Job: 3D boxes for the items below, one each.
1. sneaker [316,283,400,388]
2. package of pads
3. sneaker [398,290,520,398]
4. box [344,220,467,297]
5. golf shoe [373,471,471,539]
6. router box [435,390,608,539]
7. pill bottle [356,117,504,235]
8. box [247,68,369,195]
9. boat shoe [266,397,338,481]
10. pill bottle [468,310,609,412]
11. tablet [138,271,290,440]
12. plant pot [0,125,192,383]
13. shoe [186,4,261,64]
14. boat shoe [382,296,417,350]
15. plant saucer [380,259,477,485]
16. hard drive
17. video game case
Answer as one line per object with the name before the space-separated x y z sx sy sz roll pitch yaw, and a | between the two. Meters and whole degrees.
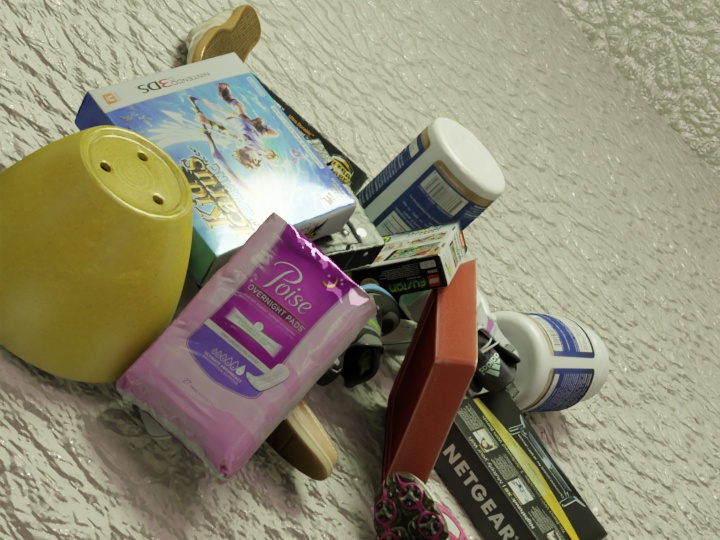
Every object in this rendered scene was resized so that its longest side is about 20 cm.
sneaker | -0.013 0.066 1.407 0.083 0.071 0.199 51 21 8
package of pads | -0.091 0.064 1.264 0.120 0.200 0.076 40 -21 6
sneaker | 0.122 0.076 1.641 0.140 0.078 0.200 58 14 25
box | 0.000 0.000 1.540 0.110 0.198 0.035 -52 129 -66
golf shoe | 0.077 0.274 1.409 0.201 0.072 0.092 62 19 7
router box | 0.160 0.226 1.635 0.201 0.052 0.157 55 25 16
pill bottle | 0.056 -0.066 1.721 0.111 0.200 0.111 37 25 -21
box | -0.099 -0.146 1.675 0.200 0.046 0.159 40 -11 -17
boat shoe | -0.076 0.096 1.387 0.064 0.071 0.201 -31 76 -27
pill bottle | 0.211 0.109 1.824 0.199 0.116 0.116 7 45 -56
tablet | -0.148 0.056 1.346 0.129 0.014 0.201 -6 52 -24
plant pot | -0.214 -0.032 1.251 0.199 0.142 0.201 29 32 -20
shoe | -0.171 -0.262 1.835 0.200 0.053 0.071 -60 138 -61
boat shoe | 0.052 0.041 1.713 0.071 0.070 0.200 54 25 15
plant saucer | 0.063 0.112 1.499 0.036 0.201 0.200 18 29 -6
hard drive | -0.089 -0.052 1.438 0.199 0.038 0.140 -12 59 -40
video game case | -0.128 -0.097 1.394 0.181 0.046 0.200 -24 67 -43
